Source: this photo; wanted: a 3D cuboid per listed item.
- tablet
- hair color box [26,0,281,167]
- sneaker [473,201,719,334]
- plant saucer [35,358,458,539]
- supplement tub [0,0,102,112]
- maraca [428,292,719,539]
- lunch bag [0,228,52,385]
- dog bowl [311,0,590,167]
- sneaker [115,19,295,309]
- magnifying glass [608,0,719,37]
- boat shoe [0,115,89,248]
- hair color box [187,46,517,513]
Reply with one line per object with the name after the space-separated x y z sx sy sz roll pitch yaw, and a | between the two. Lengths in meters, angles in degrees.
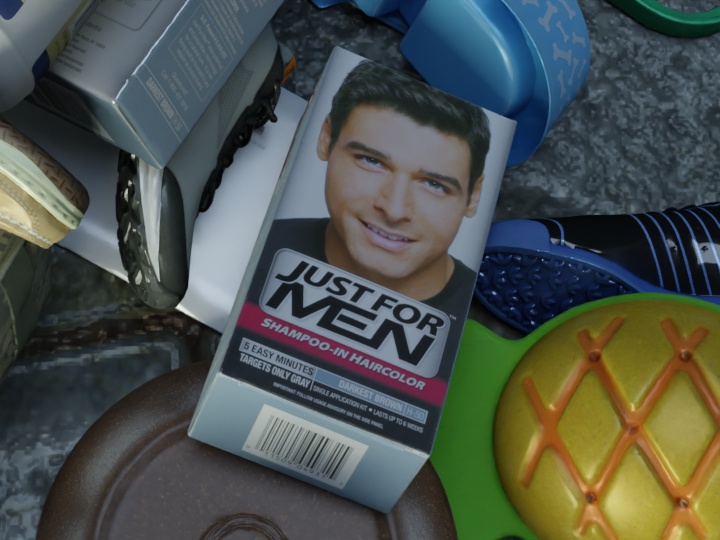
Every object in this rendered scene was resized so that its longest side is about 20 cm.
-0.085 -0.049 0.909 0.199 0.014 0.131 28 70 1 | tablet
-0.078 -0.156 0.820 0.099 0.061 0.201 27 74 27 | hair color box
0.153 0.001 0.911 0.198 0.070 0.078 15 49 1 | sneaker
-0.052 0.134 0.827 0.199 0.037 0.202 0 75 -1 | plant saucer
-0.138 -0.179 0.722 0.144 0.144 0.201 35 76 3 | supplement tub
0.113 0.079 0.856 0.198 0.107 0.138 -1 75 16 | maraca
-0.216 0.046 0.773 0.117 0.164 0.201 27 68 1 | lunch bag
0.036 -0.146 0.914 0.049 0.112 0.200 -37 81 -32 | dog bowl
-0.073 -0.078 0.876 0.079 0.074 0.202 12 70 -11 | sneaker
0.120 -0.176 0.983 0.198 0.022 0.080 10 71 -8 | magnifying glass
-0.199 -0.051 0.696 0.199 0.072 0.076 29 79 14 | boat shoe
0.000 0.000 0.842 0.098 0.061 0.201 22 52 -6 | hair color box
